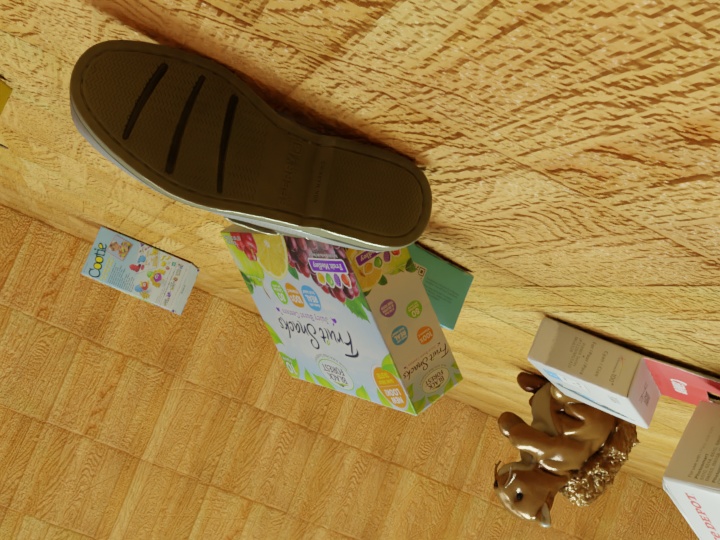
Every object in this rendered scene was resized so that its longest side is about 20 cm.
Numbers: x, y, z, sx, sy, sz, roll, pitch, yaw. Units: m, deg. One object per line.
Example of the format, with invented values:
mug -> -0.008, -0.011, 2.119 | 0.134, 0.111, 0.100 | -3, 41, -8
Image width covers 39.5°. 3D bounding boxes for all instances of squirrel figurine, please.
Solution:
squirrel figurine -> 0.274, 0.256, 1.352 | 0.198, 0.189, 0.141 | 24, 172, -19

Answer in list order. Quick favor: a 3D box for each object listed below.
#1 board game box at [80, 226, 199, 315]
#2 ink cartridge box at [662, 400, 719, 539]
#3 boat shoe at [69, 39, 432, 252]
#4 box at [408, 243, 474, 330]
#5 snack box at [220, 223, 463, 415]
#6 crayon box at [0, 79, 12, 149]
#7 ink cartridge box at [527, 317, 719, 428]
board game box -> -0.442, 0.002, 2.028 | 0.198, 0.106, 0.103 | 23, 173, 3
ink cartridge box -> 0.358, 0.187, 0.776 | 0.199, 0.085, 0.146 | 8, 144, 48
boat shoe -> -0.062, -0.056, 0.540 | 0.198, 0.076, 0.068 | 24, 167, -17
box -> 0.000, 0.000, 0.862 | 0.082, 0.050, 0.199 | 27, 172, -33
snack box -> -0.021, 0.023, 0.763 | 0.199, 0.053, 0.143 | 5, 125, 60
crayon box -> -0.356, -0.161, 0.764 | 0.126, 0.051, 0.200 | 22, 172, 9
ink cartridge box -> 0.256, 0.110, 0.911 | 0.175, 0.045, 0.200 | 20, 173, 25
